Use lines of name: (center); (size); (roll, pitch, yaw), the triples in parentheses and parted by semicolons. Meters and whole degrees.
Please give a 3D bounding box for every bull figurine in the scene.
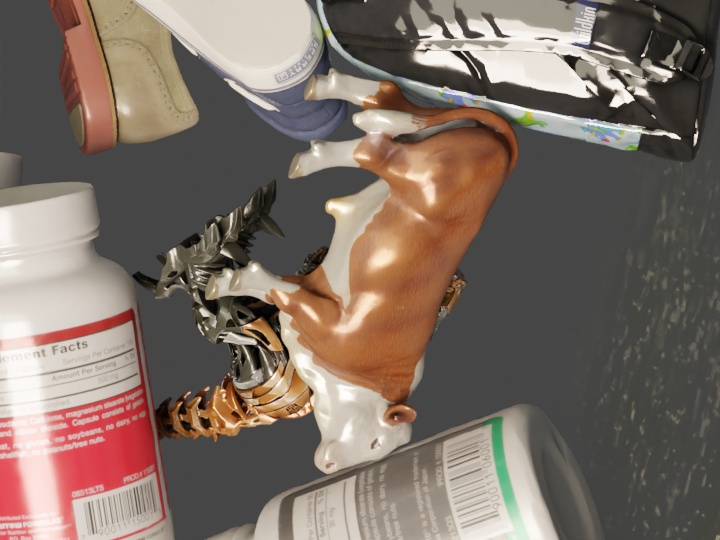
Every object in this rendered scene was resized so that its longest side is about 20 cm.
bull figurine: (0.000, 0.000, 1.107); (0.121, 0.065, 0.200); (22, 103, -17)

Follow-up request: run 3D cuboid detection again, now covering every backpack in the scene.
backpack: (0.075, -0.144, 1.129); (0.200, 0.154, 0.163); (4, 95, -3)

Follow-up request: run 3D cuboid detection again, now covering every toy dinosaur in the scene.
toy dinosaur: (-0.047, 0.033, 1.184); (0.200, 0.102, 0.136); (-33, 95, -7)

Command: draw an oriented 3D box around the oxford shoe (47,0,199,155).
oxford shoe: (-0.136, -0.162, 1.241); (0.075, 0.070, 0.200); (-8, 79, -15)

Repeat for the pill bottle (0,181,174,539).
pill bottle: (-0.163, 0.060, 1.149); (0.112, 0.112, 0.200); (-5, 99, 18)

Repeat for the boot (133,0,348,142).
boot: (-0.086, -0.147, 1.187); (0.073, 0.090, 0.200); (-38, 63, -5)

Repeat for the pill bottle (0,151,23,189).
pill bottle: (-0.233, 0.033, 1.233); (0.109, 0.109, 0.200); (4, 90, 19)

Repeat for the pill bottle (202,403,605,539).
pill bottle: (0.017, 0.152, 1.144); (0.200, 0.113, 0.113); (-22, 82, 17)
